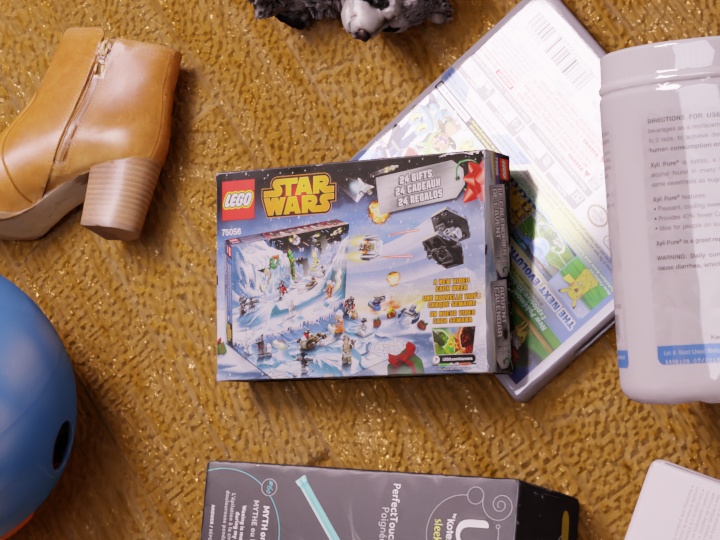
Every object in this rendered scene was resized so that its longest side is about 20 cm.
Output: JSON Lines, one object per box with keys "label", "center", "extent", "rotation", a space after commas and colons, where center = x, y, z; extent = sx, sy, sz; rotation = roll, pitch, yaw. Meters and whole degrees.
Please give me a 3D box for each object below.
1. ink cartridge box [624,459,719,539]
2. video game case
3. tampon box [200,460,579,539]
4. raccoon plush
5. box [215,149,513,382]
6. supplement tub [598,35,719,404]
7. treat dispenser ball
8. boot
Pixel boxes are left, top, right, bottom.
{"label": "ink cartridge box", "center": [0.218, 0.231, 1.251], "extent": [0.176, 0.045, 0.201], "rotation": [19, 87, 27]}
{"label": "video game case", "center": [0.109, -0.050, 1.373], "extent": [0.182, 0.022, 0.200], "rotation": [-42, 67, 10]}
{"label": "tampon box", "center": [0.016, 0.198, 1.301], "extent": [0.199, 0.126, 0.151], "rotation": [2, 80, 23]}
{"label": "raccoon plush", "center": [-0.003, -0.241, 1.428], "extent": [0.133, 0.097, 0.201], "rotation": [0, 78, 16]}
{"label": "box", "center": [0.000, 0.000, 1.379], "extent": [0.199, 0.040, 0.138], "rotation": [-3, 85, 30]}
{"label": "supplement tub", "center": [0.206, -0.027, 1.247], "extent": [0.131, 0.132, 0.201], "rotation": [-4, 89, 23]}
{"label": "treat dispenser ball", "center": [-0.284, 0.090, 1.415], "extent": [0.200, 0.201, 0.202], "rotation": [-5, 77, 23]}
{"label": "boot", "center": [-0.220, -0.097, 1.508], "extent": [0.200, 0.071, 0.145], "rotation": [3, 74, 21]}
